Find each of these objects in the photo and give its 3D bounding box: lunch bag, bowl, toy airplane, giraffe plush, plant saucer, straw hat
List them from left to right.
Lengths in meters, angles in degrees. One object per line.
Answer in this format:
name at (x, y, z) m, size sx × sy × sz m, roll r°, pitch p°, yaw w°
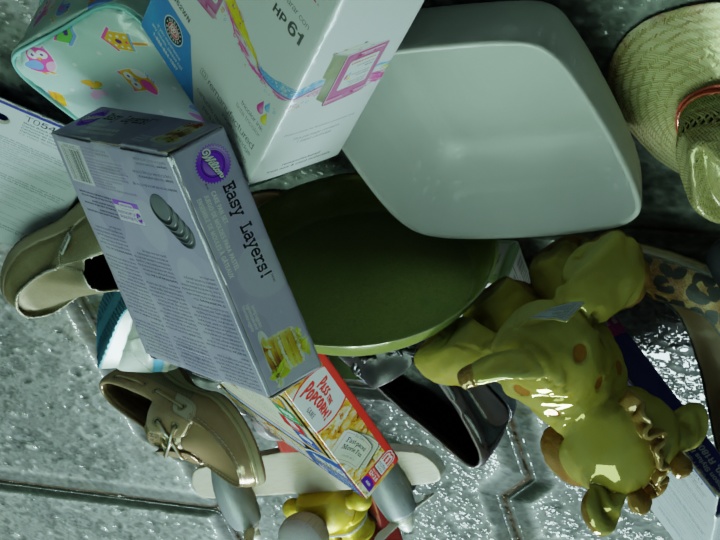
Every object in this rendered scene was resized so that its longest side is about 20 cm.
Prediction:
lunch bag at (-0.141, -0.137, 1.609) m, size 0.200 × 0.077 × 0.160 m, roll 40°, pitch 146°, yaw -27°
toy airplane at (-0.040, 0.182, 1.966) m, size 0.199 × 0.141 × 0.200 m, roll 21°, pitch 147°, yaw -3°
plant saucer at (0.000, 0.000, 1.626) m, size 0.200 × 0.200 × 0.031 m, roll 7°, pitch 130°, yaw 18°
bowl at (0.084, -0.109, 1.543) m, size 0.200 × 0.075 × 0.200 m, roll -4°, pitch 140°, yaw 30°
giraffe plush at (0.156, 0.083, 1.556) m, size 0.162 × 0.172 × 0.200 m, roll 55°, pitch 179°, yaw -12°
straw hat at (0.250, -0.077, 1.496) m, size 0.201 × 0.085 × 0.201 m, roll 13°, pitch 147°, yaw 9°

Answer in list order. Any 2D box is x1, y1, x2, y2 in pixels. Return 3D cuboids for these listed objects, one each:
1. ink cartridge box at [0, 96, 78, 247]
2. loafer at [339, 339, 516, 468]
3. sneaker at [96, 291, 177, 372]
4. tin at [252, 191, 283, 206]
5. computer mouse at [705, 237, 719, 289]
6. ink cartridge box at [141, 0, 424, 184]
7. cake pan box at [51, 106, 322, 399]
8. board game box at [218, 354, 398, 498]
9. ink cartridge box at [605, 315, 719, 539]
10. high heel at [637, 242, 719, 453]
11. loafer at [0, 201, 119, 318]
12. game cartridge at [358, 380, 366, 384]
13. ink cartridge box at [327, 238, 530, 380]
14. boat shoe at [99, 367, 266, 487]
ink cartridge box at (-0.308, -0.104, 1.772) m, size 0.199 × 0.041 × 0.200 m, roll 23°, pitch 147°, yaw -10°
loafer at (0.036, 0.073, 1.696) m, size 0.200 × 0.063 × 0.072 m, roll 38°, pitch 142°, yaw -23°
sneaker at (-0.157, 0.018, 1.859) m, size 0.081 × 0.077 × 0.200 m, roll 7°, pitch 149°, yaw -19°
tin at (-0.059, 0.009, 1.821) m, size 0.112 × 0.042 × 0.200 m, roll 14°, pitch 147°, yaw 0°
computer mouse at (0.331, 0.011, 1.557) m, size 0.200 × 0.053 × 0.139 m, roll 7°, pitch 155°, yaw -20°
ink cartridge box at (-0.047, -0.174, 1.427) m, size 0.145 × 0.085 × 0.200 m, roll 56°, pitch 144°, yaw 19°
cake pan box at (-0.122, -0.015, 1.539) m, size 0.200 × 0.052 × 0.184 m, roll 12°, pitch 126°, yaw 59°
board game box at (-0.066, 0.087, 1.795) m, size 0.151 × 0.046 × 0.200 m, roll 32°, pitch 166°, yaw 32°
ink cartridge box at (0.219, 0.117, 1.702) m, size 0.196 × 0.043 × 0.200 m, roll 55°, pitch 169°, yaw 22°
high heel at (0.241, 0.068, 1.659) m, size 0.200 × 0.143 × 0.071 m, roll 24°, pitch -176°, yaw -14°
loafer at (-0.217, -0.008, 1.798) m, size 0.076 × 0.068 × 0.200 m, roll 2°, pitch 151°, yaw -41°
game cartridge at (0.062, 0.052, 1.824) m, size 0.133 × 0.041 × 0.200 m, roll 26°, pitch 146°, yaw -4°
ink cartridge box at (0.039, 0.032, 1.735) m, size 0.200 × 0.048 × 0.146 m, roll 5°, pitch 144°, yaw 26°
boat shoe at (-0.151, 0.135, 1.933) m, size 0.200 × 0.064 × 0.071 m, roll 33°, pitch 141°, yaw 47°
